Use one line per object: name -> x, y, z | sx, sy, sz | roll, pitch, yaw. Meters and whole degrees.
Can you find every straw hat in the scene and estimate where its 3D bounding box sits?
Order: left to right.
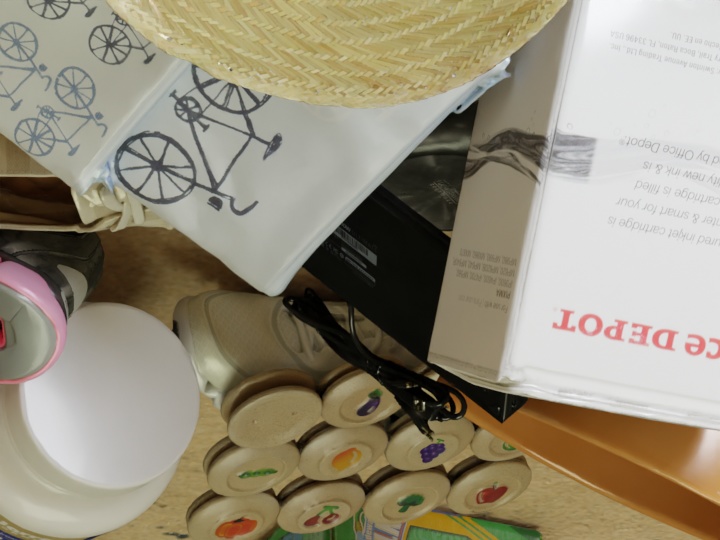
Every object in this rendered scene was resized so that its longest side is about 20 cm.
straw hat -> -0.010, -0.156, 0.920 | 0.201, 0.202, 0.085 | -1, -171, 1

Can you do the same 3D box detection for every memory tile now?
memory tile -> 0.013, 0.092, 1.350 | 0.200, 0.017, 0.153 | -5, 143, -22

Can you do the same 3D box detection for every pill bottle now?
pill bottle -> -0.155, 0.079, 1.303 | 0.119, 0.120, 0.200 | 10, 164, -20

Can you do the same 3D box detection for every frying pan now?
frying pan -> 0.077, -0.049, 1.209 | 0.190, 0.031, 0.115 | 0, 154, 5

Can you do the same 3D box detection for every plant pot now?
plant pot -> 0.152, 0.037, 1.198 | 0.200, 0.140, 0.200 | 25, 173, 3

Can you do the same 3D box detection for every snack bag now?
snack bag -> -0.067, -0.086, 1.027 | 0.200, 0.021, 0.189 | 37, 131, -11

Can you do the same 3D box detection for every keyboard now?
keyboard -> 0.000, 0.000, 1.140 | 0.021, 0.200, 0.127 | -32, 145, -29

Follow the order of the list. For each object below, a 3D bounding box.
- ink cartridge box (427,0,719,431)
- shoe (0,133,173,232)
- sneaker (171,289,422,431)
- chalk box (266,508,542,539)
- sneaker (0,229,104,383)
ink cartridge box -> 0.122, -0.042, 1.024 | 0.145, 0.200, 0.085 | 11, 179, -22
shoe -> -0.136, -0.038, 1.150 | 0.200, 0.053, 0.070 | 5, 146, 15
sneaker -> -0.011, 0.040, 1.337 | 0.200, 0.075, 0.081 | 14, 142, -42
chalk box -> 0.002, 0.220, 1.613 | 0.200, 0.125, 0.124 | 13, 150, -26
sneaker -> -0.210, -0.010, 1.223 | 0.200, 0.095, 0.079 | 15, 132, 20
